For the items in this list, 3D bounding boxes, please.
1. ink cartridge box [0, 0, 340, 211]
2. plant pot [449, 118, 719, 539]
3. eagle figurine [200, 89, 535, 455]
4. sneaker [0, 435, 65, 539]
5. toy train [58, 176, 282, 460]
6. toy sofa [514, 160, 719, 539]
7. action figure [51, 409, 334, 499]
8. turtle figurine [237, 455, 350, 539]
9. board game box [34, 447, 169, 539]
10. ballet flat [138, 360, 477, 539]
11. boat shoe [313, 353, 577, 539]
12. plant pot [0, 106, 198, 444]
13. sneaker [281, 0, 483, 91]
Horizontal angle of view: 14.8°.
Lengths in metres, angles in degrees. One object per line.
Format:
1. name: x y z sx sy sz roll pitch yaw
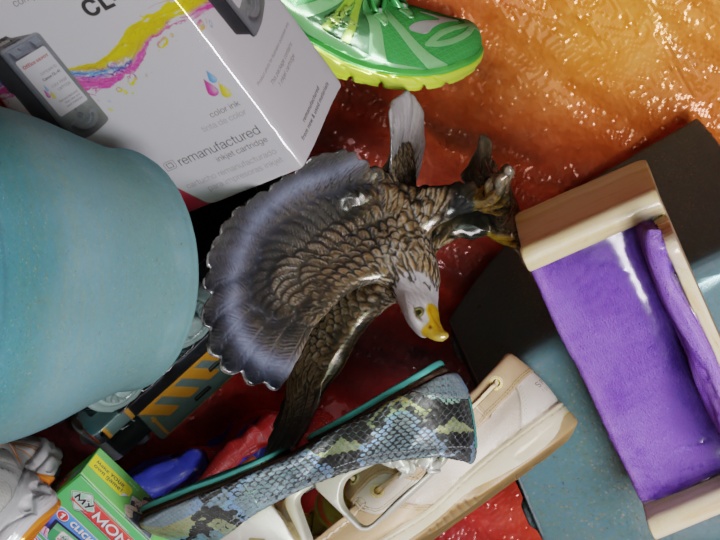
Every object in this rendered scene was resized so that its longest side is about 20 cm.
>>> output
1. ink cartridge box: -0.129 -0.130 1.531 0.147 0.086 0.200 -20 122 33
2. plant pot: 0.169 0.060 1.684 0.200 0.196 0.197 -24 114 0
3. eagle figurine: 0.002 0.003 1.560 0.200 0.151 0.152 -28 102 -1
4. sneaker: -0.221 0.108 1.558 0.092 0.200 0.076 42 87 -10
5. toy train: -0.102 0.027 1.624 0.200 0.085 0.114 -43 139 -4
6. toy sofa: 0.161 0.050 1.529 0.083 0.098 0.200 -23 114 8
7. action figure: -0.108 0.122 1.671 0.200 0.065 0.052 -20 91 -11
8. turtle figurine: -0.004 0.162 1.663 0.199 0.065 0.161 -8 155 -5
9. board game box: -0.123 0.209 1.607 0.200 0.029 0.135 45 126 -8
10. ballet flat: -0.026 0.120 1.521 0.200 0.074 0.074 -27 116 13
11. boat shoe: 0.025 0.120 1.576 0.200 0.074 0.069 -34 80 -10
12. plant pot: -0.195 0.001 1.462 0.188 0.200 0.201 -3 110 -42
13. sneaker: -0.012 -0.158 1.605 0.200 0.074 0.084 14 106 -23
